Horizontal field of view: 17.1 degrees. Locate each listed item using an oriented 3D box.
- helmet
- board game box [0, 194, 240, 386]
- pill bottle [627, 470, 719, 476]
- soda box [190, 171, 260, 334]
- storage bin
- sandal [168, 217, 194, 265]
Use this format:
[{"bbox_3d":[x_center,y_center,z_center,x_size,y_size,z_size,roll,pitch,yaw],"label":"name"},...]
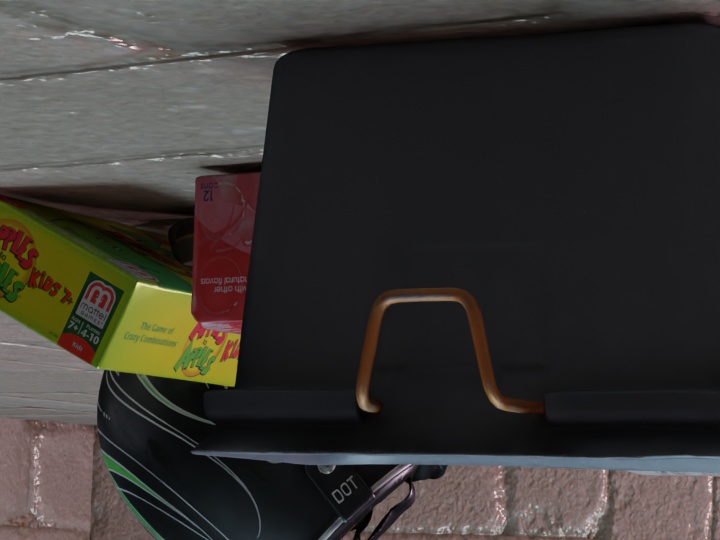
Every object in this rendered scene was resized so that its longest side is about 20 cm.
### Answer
[{"bbox_3d":[-0.061,0.087,1.403,0.200,0.191,0.200,-41,166,-12],"label":"helmet"},{"bbox_3d":[-0.110,0.014,1.221,0.101,0.048,0.200,28,-174,25],"label":"board game box"},{"bbox_3d":[0.218,0.082,1.631,0.199,0.115,0.114,-2,173,32],"label":"pill bottle"},{"bbox_3d":[0.022,-0.010,1.027,0.199,0.071,0.063,-3,171,35],"label":"soda box"},{"bbox_3d":[0.048,-0.005,0.766,0.199,0.135,0.145,-2,173,26],"label":"storage bin"},{"bbox_3d":[0.000,0.000,1.198,0.198,0.055,0.082,1,174,8],"label":"sandal"}]
